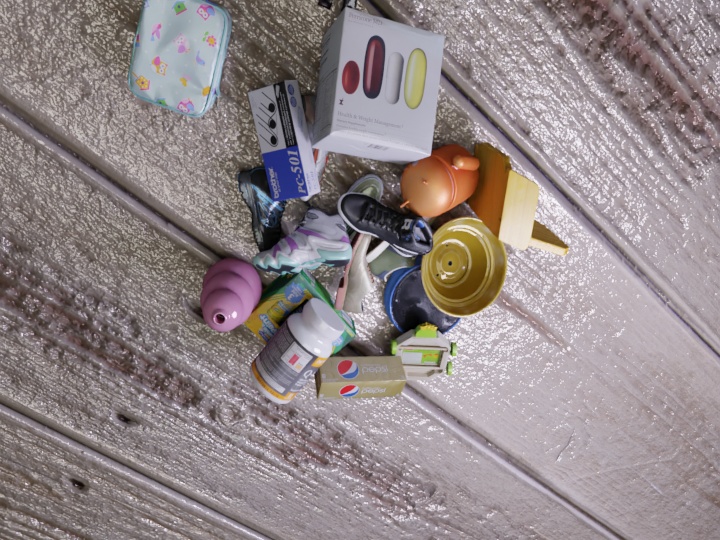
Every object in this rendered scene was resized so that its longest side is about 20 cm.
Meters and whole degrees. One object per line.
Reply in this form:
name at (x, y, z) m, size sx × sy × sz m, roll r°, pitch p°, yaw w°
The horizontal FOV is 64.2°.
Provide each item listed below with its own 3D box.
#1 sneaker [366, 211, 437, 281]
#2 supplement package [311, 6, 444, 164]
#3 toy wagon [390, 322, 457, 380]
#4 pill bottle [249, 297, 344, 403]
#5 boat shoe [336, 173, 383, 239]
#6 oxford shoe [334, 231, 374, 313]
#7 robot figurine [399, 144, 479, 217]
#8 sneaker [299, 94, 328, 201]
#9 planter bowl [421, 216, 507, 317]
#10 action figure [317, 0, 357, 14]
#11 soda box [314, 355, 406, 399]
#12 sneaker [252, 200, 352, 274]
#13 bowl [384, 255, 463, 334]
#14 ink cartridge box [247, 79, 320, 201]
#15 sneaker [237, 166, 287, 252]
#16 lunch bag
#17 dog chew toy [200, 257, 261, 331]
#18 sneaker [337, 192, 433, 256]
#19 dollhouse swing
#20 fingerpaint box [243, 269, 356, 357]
sneaker at (0.096, -0.053, 1.219) m, size 0.198 × 0.068 × 0.090 m, roll -35°, pitch 112°, yaw 15°
supplement package at (0.027, -0.311, 1.007) m, size 0.185 × 0.147 × 0.207 m, roll 6°, pitch 91°, yaw -18°
toy wagon at (0.143, 0.181, 1.308) m, size 0.150 × 0.040 × 0.204 m, roll 2°, pitch 132°, yaw -2°
pill bottle at (-0.128, 0.162, 1.171) m, size 0.115 × 0.117 × 0.201 m, roll 36°, pitch 105°, yaw -21°
boat shoe at (-0.018, -0.105, 1.181) m, size 0.071 × 0.062 × 0.202 m, roll 31°, pitch 106°, yaw -20°
oxford shoe at (0.000, 0.000, 1.190) m, size 0.072 × 0.072 × 0.204 m, roll 16°, pitch 123°, yaw -1°
robot figurine at (0.153, -0.175, 1.106) m, size 0.198 × 0.141 × 0.120 m, roll -31°, pitch 125°, yaw -43°
sneaker at (-0.106, -0.241, 1.115) m, size 0.079 × 0.077 × 0.206 m, roll 15°, pitch 107°, yaw 7°
planter bowl at (0.203, -0.011, 1.208) m, size 0.194 × 0.083 × 0.208 m, roll -2°, pitch 97°, yaw -16°
action figure at (-0.010, -0.548, 0.986) m, size 0.126 × 0.070 × 0.205 m, roll 17°, pitch 106°, yaw -6°
soda box at (-0.001, 0.235, 1.261) m, size 0.193 × 0.069 × 0.065 m, roll 1°, pitch 134°, yaw -15°
sneaker at (-0.118, -0.073, 1.135) m, size 0.193 × 0.078 × 0.145 m, roll -5°, pitch 74°, yaw -4°
bowl at (0.150, 0.064, 1.294) m, size 0.193 × 0.040 × 0.207 m, roll -3°, pitch 114°, yaw -7°
ink cartridge box at (-0.141, -0.238, 1.067) m, size 0.092 × 0.044 × 0.207 m, roll -4°, pitch 105°, yaw 33°
sneaker at (-0.181, -0.107, 1.149) m, size 0.079 × 0.074 × 0.205 m, roll -15°, pitch 115°, yaw -1°
lunch bag at (-0.313, -0.380, 1.008) m, size 0.156 × 0.078 × 0.205 m, roll 15°, pitch 111°, yaw -16°
dog chew toy at (-0.261, 0.054, 1.135) m, size 0.120 × 0.201 × 0.129 m, roll -1°, pitch 110°, yaw -3°
sneaker at (0.059, -0.096, 1.089) m, size 0.196 × 0.111 × 0.075 m, roll 28°, pitch 75°, yaw -22°
dollhouse swing at (0.326, -0.144, 1.139) m, size 0.170 × 0.201 × 0.187 m, roll 1°, pitch 114°, yaw -8°
fingerpaint box at (-0.131, 0.111, 1.253) m, size 0.165 × 0.074 × 0.201 m, roll -37°, pitch 114°, yaw 9°
